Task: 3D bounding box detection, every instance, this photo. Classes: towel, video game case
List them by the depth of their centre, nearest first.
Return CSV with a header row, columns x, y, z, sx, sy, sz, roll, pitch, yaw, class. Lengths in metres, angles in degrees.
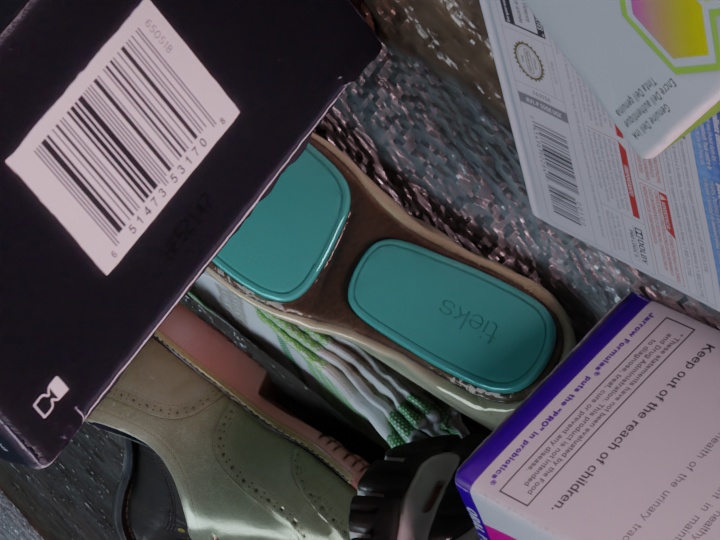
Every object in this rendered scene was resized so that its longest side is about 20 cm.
x,y,z,sx,sy,sz,roll,pitch,yaw,class
0.117,-0.031,0.784,0.199,0.018,0.144,30,152,36,video game case
-0.030,0.032,1.092,0.200,0.031,0.149,37,170,22,towel

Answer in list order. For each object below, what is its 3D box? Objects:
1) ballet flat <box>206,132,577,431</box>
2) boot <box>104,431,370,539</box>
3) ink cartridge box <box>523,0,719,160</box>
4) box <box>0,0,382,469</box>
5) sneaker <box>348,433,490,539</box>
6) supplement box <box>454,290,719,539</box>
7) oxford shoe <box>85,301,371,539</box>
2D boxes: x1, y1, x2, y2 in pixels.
x,y,z,sx,sy,sz,roll,pitch,yaw,class
0.000,0.000,0.993,0.200,0.069,0.070,36,155,23,ballet flat
-0.042,0.126,1.260,0.174,0.069,0.201,33,152,32,boot
0.116,-0.066,0.618,0.201,0.076,0.148,55,159,5,ink cartridge box
-0.135,-0.052,0.935,0.199,0.197,0.118,7,143,52,box
0.021,0.146,0.924,0.078,0.200,0.091,-1,122,26,sneaker
0.142,0.104,0.855,0.199,0.103,0.102,24,147,40,supplement box
-0.031,0.100,1.116,0.200,0.074,0.071,40,174,19,oxford shoe
